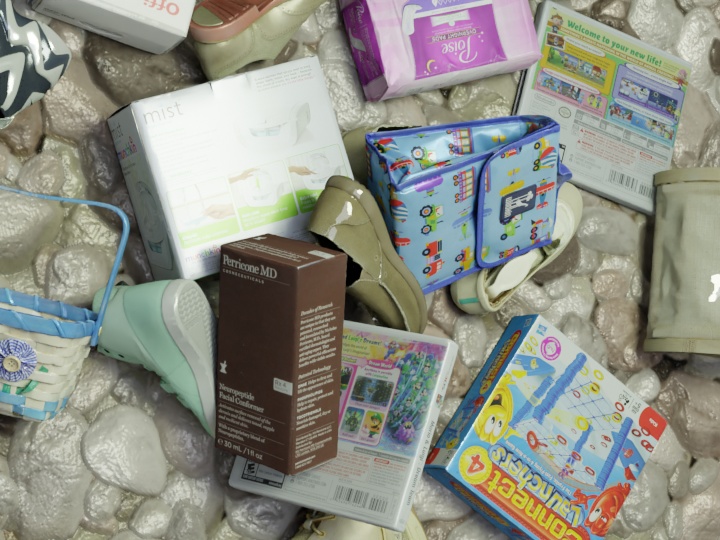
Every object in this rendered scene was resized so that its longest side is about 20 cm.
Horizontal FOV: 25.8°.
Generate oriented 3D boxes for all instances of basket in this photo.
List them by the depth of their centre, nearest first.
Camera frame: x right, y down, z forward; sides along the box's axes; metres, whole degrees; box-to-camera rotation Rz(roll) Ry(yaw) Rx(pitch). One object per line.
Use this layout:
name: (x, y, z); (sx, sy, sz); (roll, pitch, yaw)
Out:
basket: (-0.304, 0.026, 1.382); (0.175, 0.139, 0.201); (10, 89, 1)

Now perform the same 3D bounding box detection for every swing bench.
swing bench: (0.424, -0.001, 1.715); (0.199, 0.130, 0.200); (7, 84, -30)

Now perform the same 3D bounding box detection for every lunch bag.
lunch bag: (0.114, -0.074, 1.558); (0.199, 0.094, 0.151); (-15, 132, -12)

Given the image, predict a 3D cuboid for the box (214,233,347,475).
box: (-0.074, 0.076, 1.438); (0.075, 0.100, 0.201); (-13, 112, -49)

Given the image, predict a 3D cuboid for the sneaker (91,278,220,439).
sneaker: (-0.181, 0.084, 1.491); (0.074, 0.118, 0.201); (-62, 143, -41)

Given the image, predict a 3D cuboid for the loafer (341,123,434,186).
loafer: (0.071, -0.112, 1.613); (0.199, 0.068, 0.076); (1, 85, -24)

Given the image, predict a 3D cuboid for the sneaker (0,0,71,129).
sneaker: (-0.373, -0.206, 1.419); (0.199, 0.079, 0.130); (43, 61, -25)

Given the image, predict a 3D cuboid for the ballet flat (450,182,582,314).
ballet flat: (0.179, -0.025, 1.655); (0.200, 0.069, 0.070); (-44, 102, -21)

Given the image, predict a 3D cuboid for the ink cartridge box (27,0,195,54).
ink cartridge box: (-0.218, -0.327, 1.498); (0.145, 0.085, 0.201); (17, 81, -21)

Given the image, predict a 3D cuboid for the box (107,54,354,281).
box: (-0.118, -0.096, 1.513); (0.199, 0.097, 0.177); (-19, 93, -24)

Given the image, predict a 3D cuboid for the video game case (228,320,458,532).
video game case: (-0.018, 0.139, 1.493); (0.024, 0.199, 0.183); (35, 69, -53)

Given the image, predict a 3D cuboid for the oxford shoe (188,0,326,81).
oxford shoe: (-0.090, -0.255, 1.569); (0.200, 0.071, 0.074); (-31, 134, -30)

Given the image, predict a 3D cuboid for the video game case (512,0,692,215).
video game case: (0.263, -0.178, 1.731); (0.199, 0.022, 0.183); (19, 78, -20)

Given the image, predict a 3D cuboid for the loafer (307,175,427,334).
loafer: (0.000, 0.000, 1.488); (0.067, 0.076, 0.200); (-44, 127, -22)

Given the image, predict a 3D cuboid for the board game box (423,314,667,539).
board game box: (0.197, 0.183, 1.648); (0.200, 0.056, 0.196); (38, 71, -16)

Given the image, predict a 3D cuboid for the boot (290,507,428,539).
boot: (-0.037, 0.236, 1.532); (0.155, 0.073, 0.201); (-32, 103, -24)

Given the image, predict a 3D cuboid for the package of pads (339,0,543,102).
package of pads: (0.086, -0.252, 1.629); (0.199, 0.076, 0.121); (-15, 90, -24)
